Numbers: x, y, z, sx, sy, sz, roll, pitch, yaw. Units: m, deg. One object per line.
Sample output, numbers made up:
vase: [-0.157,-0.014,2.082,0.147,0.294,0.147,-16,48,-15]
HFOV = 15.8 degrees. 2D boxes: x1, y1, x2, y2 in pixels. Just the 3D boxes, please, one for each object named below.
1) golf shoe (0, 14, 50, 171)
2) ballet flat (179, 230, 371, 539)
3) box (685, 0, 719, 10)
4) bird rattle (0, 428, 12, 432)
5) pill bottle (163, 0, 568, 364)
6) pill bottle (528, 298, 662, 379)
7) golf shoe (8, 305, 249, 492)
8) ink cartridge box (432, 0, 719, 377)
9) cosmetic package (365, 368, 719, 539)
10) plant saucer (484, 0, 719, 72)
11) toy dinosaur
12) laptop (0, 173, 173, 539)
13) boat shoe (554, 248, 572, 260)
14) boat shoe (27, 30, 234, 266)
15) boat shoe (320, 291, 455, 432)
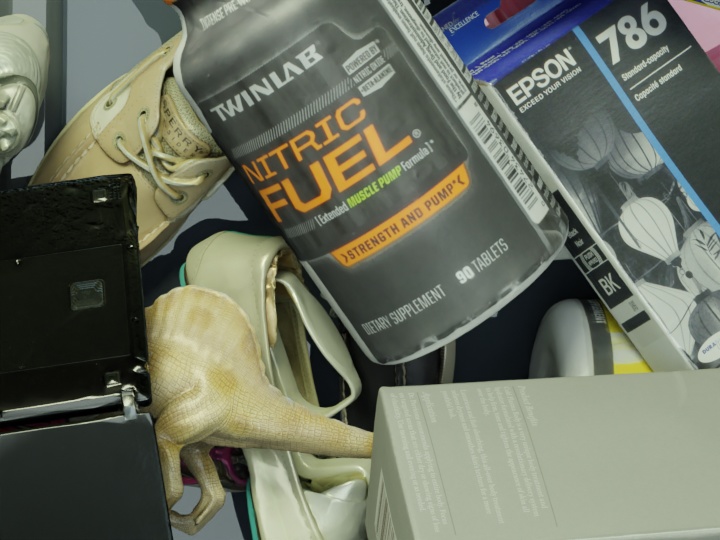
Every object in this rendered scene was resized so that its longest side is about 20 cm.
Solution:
golf shoe: [-0.210,-0.044,1.164,0.200,0.097,0.078,-33,105,24]
ballet flat: [-0.025,0.077,1.149,0.069,0.069,0.201,-17,96,-5]
box: [0.071,-0.172,1.094,0.199,0.070,0.065,14,112,-23]
bird rattle: [-0.224,0.120,1.154,0.199,0.113,0.164,5,132,-7]
pill bottle: [-0.008,-0.068,1.085,0.106,0.106,0.200,-36,100,-3]
pill bottle: [0.181,0.072,1.192,0.199,0.112,0.113,3,93,-7]
golf shoe: [-0.128,0.053,1.185,0.199,0.092,0.073,26,57,-23]
ink cartridge box: [0.119,-0.054,1.137,0.099,0.039,0.200,-36,87,-21]
cosmetic package: [0.108,0.104,1.069,0.199,0.107,0.091,0,126,-9]
plant saucer: [0.134,-0.164,1.204,0.199,0.051,0.202,0,93,-5]
toy dinosaur: [-0.069,0.061,1.095,0.199,0.058,0.101,28,95,5]
laptop: [-0.167,0.075,1.072,0.176,0.201,0.104,-8,139,-1]
boat shoe: [0.132,-0.031,1.197,0.199,0.076,0.061,9,106,-8]
boat shoe: [-0.085,-0.064,1.178,0.200,0.065,0.072,-45,97,-2]
boat shoe: [0.000,0.000,1.180,0.062,0.073,0.201,2,89,-36]
